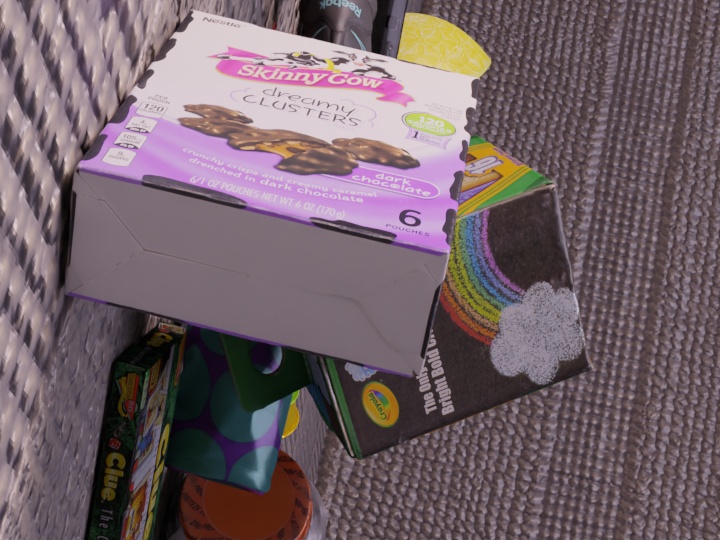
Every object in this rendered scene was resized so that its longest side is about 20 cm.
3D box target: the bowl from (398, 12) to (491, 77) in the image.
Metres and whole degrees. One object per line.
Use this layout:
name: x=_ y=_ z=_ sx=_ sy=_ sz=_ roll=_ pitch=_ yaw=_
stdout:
bowl: x=0.011 y=-0.186 z=1.327 sx=0.108 sy=0.200 sz=0.200 roll=57 pitch=14 yaw=-10

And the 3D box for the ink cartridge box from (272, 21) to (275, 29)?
ink cartridge box: x=-0.071 y=-0.061 z=1.089 sx=0.163 sy=0.057 sz=0.200 roll=-75 pitch=180 yaw=-45

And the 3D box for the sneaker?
sneaker: x=-0.030 y=-0.148 z=1.131 sx=0.200 sy=0.075 sz=0.080 roll=98 pitch=-5 yaw=-58

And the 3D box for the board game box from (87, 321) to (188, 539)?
board game box: x=-0.139 y=0.139 z=0.844 sx=0.105 sy=0.023 sz=0.201 roll=-74 pitch=175 yaw=-77

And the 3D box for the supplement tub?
supplement tub: x=-0.089 y=0.219 z=1.102 sx=0.200 sy=0.122 sz=0.123 roll=95 pitch=7 yaw=-57

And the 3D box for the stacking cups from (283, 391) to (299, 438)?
stacking cups: x=-0.078 y=0.070 z=1.293 sx=0.061 sy=0.060 sz=0.200 roll=-75 pitch=175 yaw=-47

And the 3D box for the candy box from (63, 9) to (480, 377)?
candy box: x=-0.034 y=-0.047 z=0.701 sx=0.200 sy=0.167 sz=0.072 roll=-74 pitch=177 yaw=-59

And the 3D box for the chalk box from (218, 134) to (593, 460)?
chalk box: x=0.014 y=0.019 z=0.835 sx=0.124 sy=0.199 sz=0.125 roll=-132 pitch=-155 yaw=-66

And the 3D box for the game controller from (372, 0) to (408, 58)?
game controller: x=-0.004 y=-0.238 z=1.214 sx=0.042 sy=0.104 sz=0.201 roll=-1 pitch=108 yaw=-43

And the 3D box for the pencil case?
pencil case: x=-0.081 y=0.043 z=0.933 sx=0.085 sy=0.092 sz=0.201 roll=13 pitch=91 yaw=-50
